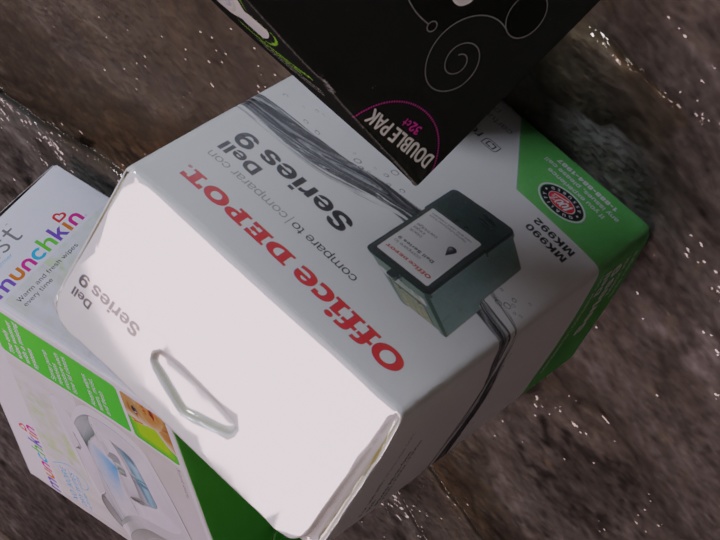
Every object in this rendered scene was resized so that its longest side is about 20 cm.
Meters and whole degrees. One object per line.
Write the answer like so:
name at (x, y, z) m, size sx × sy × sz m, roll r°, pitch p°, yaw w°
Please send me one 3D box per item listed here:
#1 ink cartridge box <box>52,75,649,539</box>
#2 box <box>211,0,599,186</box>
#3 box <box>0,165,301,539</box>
ink cartridge box at (0.000, 0.000, 1.174) m, size 0.146 × 0.200 × 0.084 m, roll 41°, pitch 128°, yaw 12°
box at (-0.009, -0.154, 0.929) m, size 0.124 × 0.149 × 0.200 m, roll 44°, pitch 179°, yaw 40°
box at (-0.116, 0.065, 1.640) m, size 0.176 × 0.097 × 0.200 m, roll 31°, pitch 154°, yaw 29°
